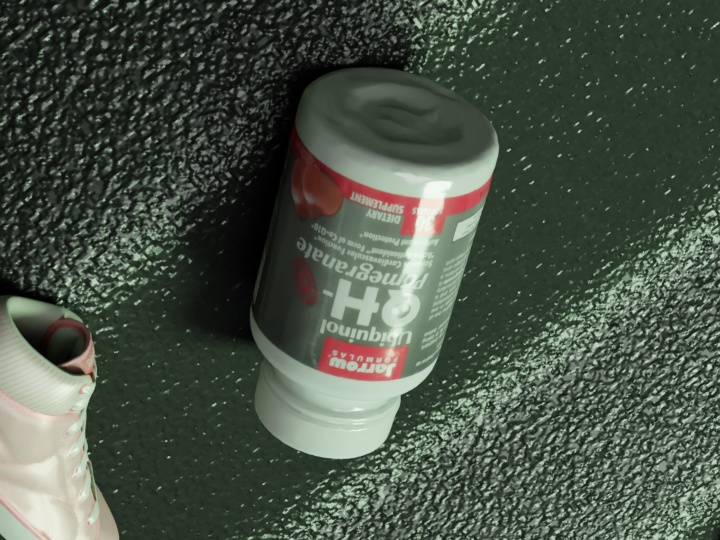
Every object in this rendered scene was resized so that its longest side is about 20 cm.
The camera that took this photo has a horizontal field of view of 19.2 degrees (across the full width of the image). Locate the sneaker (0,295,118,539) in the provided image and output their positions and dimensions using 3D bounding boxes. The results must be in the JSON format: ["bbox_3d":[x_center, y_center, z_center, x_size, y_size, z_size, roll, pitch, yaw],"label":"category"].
[{"bbox_3d":[-0.170,0.090,1.177,0.104,0.076,0.200,-33,128,8],"label":"sneaker"}]

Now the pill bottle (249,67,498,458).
[{"bbox_3d":[0.000,0.000,1.165,0.110,0.111,0.201,-2,125,-24],"label":"pill bottle"}]
